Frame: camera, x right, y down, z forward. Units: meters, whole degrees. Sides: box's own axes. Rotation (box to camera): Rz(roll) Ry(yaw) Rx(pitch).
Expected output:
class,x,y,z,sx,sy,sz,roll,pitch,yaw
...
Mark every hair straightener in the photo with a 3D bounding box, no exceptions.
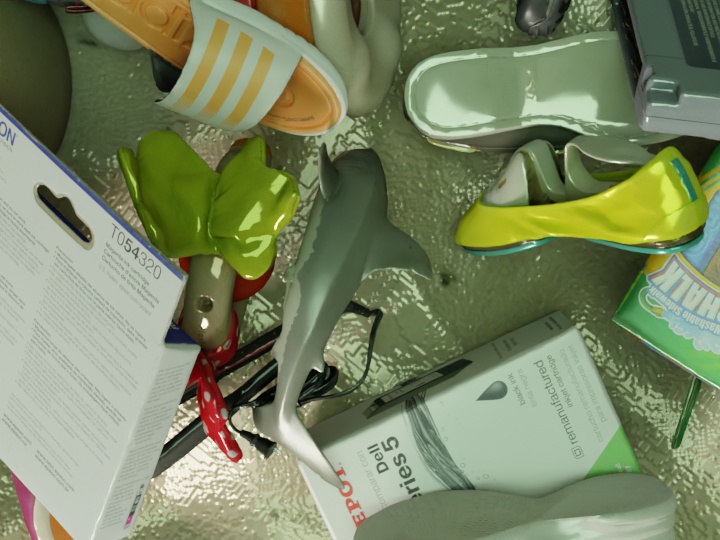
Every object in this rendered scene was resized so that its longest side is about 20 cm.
class,x,y,z,sx,sy,sz,roll,pitch,yaw
hair straightener,-0.066,0.086,1.026,0.199,0.041,0.077,-30,79,-4

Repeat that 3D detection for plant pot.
class,x,y,z,sx,sy,sz,roll,pitch,yaw
plant pot,-0.287,-0.115,0.955,0.198,0.134,0.203,0,96,0

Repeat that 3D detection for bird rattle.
class,x,y,z,sx,sy,sz,roll,pitch,yaw
bird rattle,-0.081,0.005,0.957,0.111,0.163,0.202,5,117,9

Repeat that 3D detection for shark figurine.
class,x,y,z,sx,sy,sz,roll,pitch,yaw
shark figurine,-0.005,0.013,0.938,0.088,0.128,0.217,14,73,4

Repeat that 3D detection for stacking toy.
class,x,y,z,sx,sy,sz,roll,pitch,yaw
stacking toy,-0.081,-0.167,0.976,0.198,0.146,0.148,-1,96,18

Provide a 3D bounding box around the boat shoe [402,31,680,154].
class,x,y,z,sx,sy,sz,roll,pitch,yaw
boat shoe,0.126,-0.111,1.000,0.199,0.060,0.073,-1,85,-2

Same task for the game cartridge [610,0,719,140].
class,x,y,z,sx,sy,sz,roll,pitch,yaw
game cartridge,0.224,-0.136,0.938,0.131,0.201,0.042,10,125,-4

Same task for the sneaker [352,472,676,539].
class,x,y,z,sx,sy,sz,roll,pitch,yaw
sneaker,0.095,0.182,0.944,0.197,0.075,0.090,-4,109,-2

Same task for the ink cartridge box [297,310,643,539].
class,x,y,z,sx,sy,sz,roll,pitch,yaw
ink cartridge box,0.075,0.137,1.012,0.198,0.084,0.147,-25,96,2

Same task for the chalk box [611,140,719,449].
class,x,y,z,sx,sy,sz,roll,pitch,yaw
chalk box,0.238,0.018,0.970,0.123,0.124,0.201,33,94,13

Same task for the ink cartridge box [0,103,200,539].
class,x,y,z,sx,sy,sz,roll,pitch,yaw
ink cartridge box,-0.178,0.026,0.907,0.196,0.043,0.201,41,121,27

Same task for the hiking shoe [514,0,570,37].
class,x,y,z,sx,sy,sz,roll,pitch,yaw
hiking shoe,0.092,-0.247,0.986,0.099,0.076,0.203,0,87,8

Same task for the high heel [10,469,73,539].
class,x,y,z,sx,sy,sz,roll,pitch,yaw
high heel,-0.222,0.104,1.030,0.067,0.095,0.202,-29,121,-38

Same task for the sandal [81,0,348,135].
class,x,y,z,sx,sy,sz,roll,pitch,yaw
sandal,-0.106,-0.125,0.894,0.205,0.079,0.060,31,54,-6

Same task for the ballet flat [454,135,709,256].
class,x,y,z,sx,sy,sz,roll,pitch,yaw
ballet flat,0.127,-0.048,0.950,0.067,0.199,0.068,-32,110,-33

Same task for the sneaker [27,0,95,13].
class,x,y,z,sx,sy,sz,roll,pitch,yaw
sneaker,-0.151,-0.250,0.959,0.094,0.079,0.202,18,84,1
